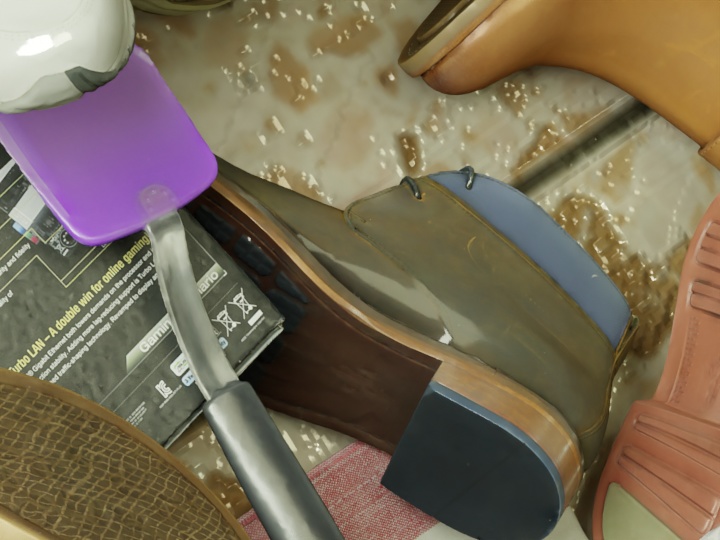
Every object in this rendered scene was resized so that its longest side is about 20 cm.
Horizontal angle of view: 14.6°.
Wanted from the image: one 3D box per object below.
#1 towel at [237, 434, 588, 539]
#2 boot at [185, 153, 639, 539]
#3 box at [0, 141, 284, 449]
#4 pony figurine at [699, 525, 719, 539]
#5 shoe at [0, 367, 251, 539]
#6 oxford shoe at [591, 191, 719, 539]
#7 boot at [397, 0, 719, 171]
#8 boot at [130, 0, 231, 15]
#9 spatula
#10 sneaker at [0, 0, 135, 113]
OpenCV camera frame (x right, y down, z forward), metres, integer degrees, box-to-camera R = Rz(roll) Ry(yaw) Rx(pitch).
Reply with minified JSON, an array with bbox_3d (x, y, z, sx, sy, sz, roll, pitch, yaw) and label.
[{"bbox_3d":[0.037,0.150,0.928,0.144,0.023,0.200,-31,93,-29],"label":"towel"},{"bbox_3d":[0.000,0.000,0.926,0.200,0.075,0.097,38,45,3],"label":"boot"},{"bbox_3d":[-0.151,0.030,0.828,0.164,0.086,0.200,47,62,-9],"label":"box"},{"bbox_3d":[0.191,0.114,0.915,0.166,0.200,0.194,23,80,27],"label":"pony figurine"},{"bbox_3d":[-0.118,0.061,0.763,0.200,0.053,0.070,24,35,-23],"label":"shoe"},{"bbox_3d":[0.149,0.025,0.971,0.074,0.071,0.200,29,91,-48],"label":"oxford shoe"},{"bbox_3d":[0.119,-0.067,1.002,0.200,0.077,0.156,-33,97,-36],"label":"boot"},{"bbox_3d":[-0.011,-0.122,0.863,0.200,0.154,0.072,-17,100,-62],"label":"boot"},{"bbox_3d":[-0.045,0.021,0.820,0.056,0.021,0.200,-30,95,-30],"label":"spatula"},{"bbox_3d":[-0.115,-0.124,0.746,0.074,0.087,0.200,-17,56,-15],"label":"sneaker"}]
